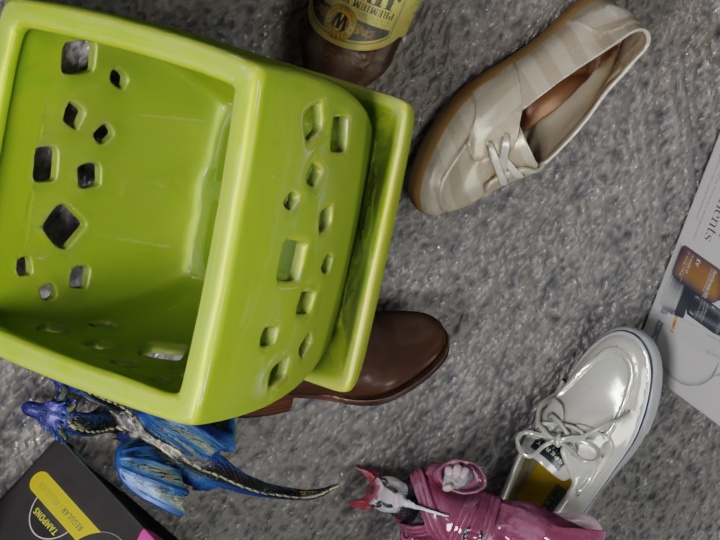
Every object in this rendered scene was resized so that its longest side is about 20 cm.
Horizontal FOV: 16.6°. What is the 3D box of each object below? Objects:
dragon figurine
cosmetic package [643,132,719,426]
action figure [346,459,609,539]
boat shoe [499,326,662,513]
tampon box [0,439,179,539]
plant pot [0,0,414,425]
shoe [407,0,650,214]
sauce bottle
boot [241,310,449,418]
[{"bbox_3d":[-0.116,0.111,1.519,0.059,0.199,0.099,-59,177,11],"label":"dragon figurine"},{"bbox_3d":[0.297,0.015,1.824,0.051,0.151,0.201,0,117,-42],"label":"cosmetic package"},{"bbox_3d":[0.088,0.178,1.754,0.149,0.199,0.134,-65,-179,-63],"label":"action figure"},{"bbox_3d":[0.148,0.131,1.823,0.086,0.075,0.203,0,125,-59],"label":"boat shoe"},{"bbox_3d":[-0.146,0.230,1.564,0.126,0.150,0.200,-47,138,-5],"label":"tampon box"},{"bbox_3d":[-0.089,-0.035,1.384,0.181,0.199,0.200,1,104,-52],"label":"plant pot"},{"bbox_3d":[0.113,-0.107,1.642,0.200,0.053,0.070,-44,138,-11],"label":"shoe"},{"bbox_3d":[0.003,-0.162,1.494,0.064,0.065,0.201,5,115,-44],"label":"sauce bottle"},{"bbox_3d":[0.000,0.000,1.576,0.186,0.064,0.201,-16,139,-32],"label":"boot"}]
